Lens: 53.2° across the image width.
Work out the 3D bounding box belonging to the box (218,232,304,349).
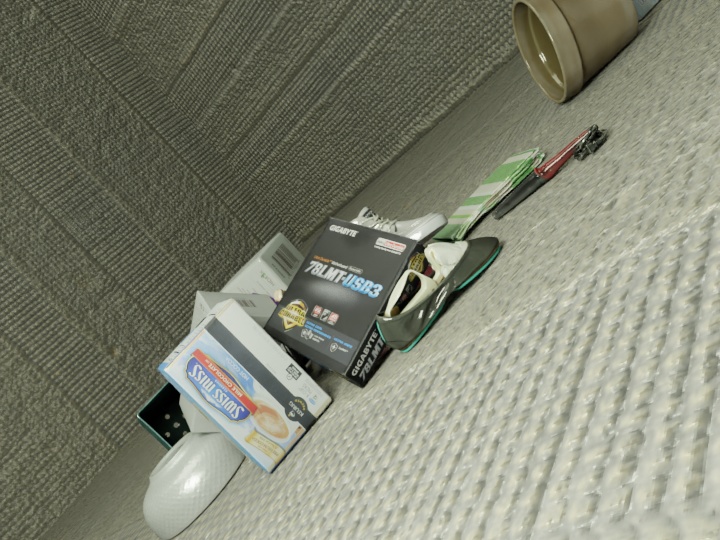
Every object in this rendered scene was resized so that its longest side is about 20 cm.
[{"bbox_3d":[-0.195,0.063,1.630,0.171,0.200,0.199,-39,10,18],"label":"box"}]

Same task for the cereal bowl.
[{"bbox_3d":[-0.275,0.324,1.149,0.200,0.083,0.200,-45,8,8],"label":"cereal bowl"}]

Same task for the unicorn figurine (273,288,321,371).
[{"bbox_3d":[-0.077,0.102,1.156,0.074,0.199,0.138,-51,-17,-17],"label":"unicorn figurine"}]

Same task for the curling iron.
[{"bbox_3d":[0.253,-0.133,0.989,0.199,0.026,0.050,-39,7,38],"label":"curling iron"}]

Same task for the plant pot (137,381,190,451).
[{"bbox_3d":[-0.387,0.321,1.545,0.142,0.141,0.200,-48,2,-28],"label":"plant pot"}]

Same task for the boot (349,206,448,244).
[{"bbox_3d":[0.032,-0.057,1.093,0.199,0.097,0.073,-33,-6,25],"label":"boot"}]

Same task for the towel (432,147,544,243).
[{"bbox_3d":[0.205,-0.118,1.176,0.200,0.023,0.153,-46,8,-1],"label":"towel"}]

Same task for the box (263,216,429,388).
[{"bbox_3d":[-0.022,0.034,0.993,0.199,0.050,0.200,20,77,48],"label":"box"}]

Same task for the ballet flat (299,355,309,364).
[{"bbox_3d":[-0.097,0.159,1.258,0.200,0.057,0.067,-43,-20,-25],"label":"ballet flat"}]

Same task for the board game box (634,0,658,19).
[{"bbox_3d":[0.574,-0.567,1.489,0.200,0.043,0.199,-46,10,-9],"label":"board game box"}]

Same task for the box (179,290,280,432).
[{"bbox_3d":[-0.207,0.146,1.151,0.097,0.123,0.203,36,117,57],"label":"box"}]

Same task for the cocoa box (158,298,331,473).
[{"bbox_3d":[-0.164,0.158,0.997,0.131,0.200,0.133,-47,10,-18],"label":"cocoa box"}]

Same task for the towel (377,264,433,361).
[{"bbox_3d":[0.049,0.049,1.025,0.200,0.023,0.144,-46,20,-12],"label":"towel"}]

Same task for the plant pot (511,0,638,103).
[{"bbox_3d":[0.395,-0.436,1.304,0.172,0.202,0.200,-28,9,1],"label":"plant pot"}]

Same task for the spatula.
[{"bbox_3d":[-0.133,0.105,1.246,0.021,0.056,0.201,-52,48,25],"label":"spatula"}]

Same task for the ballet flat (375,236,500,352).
[{"bbox_3d":[0.095,0.012,0.903,0.200,0.068,0.068,-47,15,-13],"label":"ballet flat"}]
